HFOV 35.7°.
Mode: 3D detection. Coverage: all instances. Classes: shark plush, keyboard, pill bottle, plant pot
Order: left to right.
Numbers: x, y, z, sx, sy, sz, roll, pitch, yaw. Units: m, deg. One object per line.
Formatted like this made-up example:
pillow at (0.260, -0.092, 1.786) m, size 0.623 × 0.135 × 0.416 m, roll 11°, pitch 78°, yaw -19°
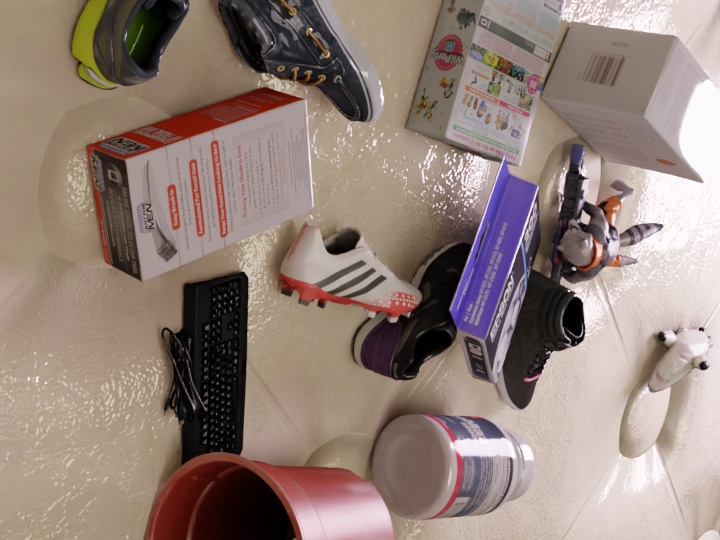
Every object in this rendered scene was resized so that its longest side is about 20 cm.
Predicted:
keyboard at (-0.141, 0.108, 1.078) m, size 0.103 × 0.039 × 0.203 m, roll -15°, pitch 115°, yaw -43°
plant pot at (-0.076, 0.278, 1.114) m, size 0.194 × 0.199 × 0.203 m, roll 7°, pitch 100°, yaw -56°
pill bottle at (0.119, 0.235, 1.345) m, size 0.199 × 0.119 × 0.121 m, roll 10°, pitch 98°, yaw -49°
shark plush at (0.515, 0.132, 1.799) m, size 0.200 × 0.090 × 0.084 m, roll -37°, pitch 153°, yaw -58°

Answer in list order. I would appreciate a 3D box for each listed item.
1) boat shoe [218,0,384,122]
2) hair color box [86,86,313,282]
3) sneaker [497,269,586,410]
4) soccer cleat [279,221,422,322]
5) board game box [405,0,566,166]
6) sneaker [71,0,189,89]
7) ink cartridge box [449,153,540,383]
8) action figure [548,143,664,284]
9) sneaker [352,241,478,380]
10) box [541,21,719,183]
boat shoe at (-0.056, -0.196, 1.033) m, size 0.091 × 0.070 × 0.201 m, roll -49°, pitch 128°, yaw -20°
hair color box at (-0.136, -0.081, 0.992) m, size 0.199 × 0.063 × 0.112 m, roll -26°, pitch 124°, yaw -40°
sneaker at (0.233, 0.101, 1.429) m, size 0.070 × 0.099 × 0.203 m, roll -20°, pitch 120°, yaw -42°
soccer cleat at (0.000, 0.000, 1.167) m, size 0.198 × 0.068 × 0.086 m, roll 10°, pitch 102°, yaw -44°
board game box at (0.142, -0.231, 1.230) m, size 0.147 × 0.064 × 0.203 m, roll 13°, pitch 94°, yaw -47°
sneaker at (-0.162, -0.237, 0.887) m, size 0.073 × 0.080 × 0.203 m, roll 9°, pitch 99°, yaw -48°
ink cartridge box at (0.159, 0.003, 1.279) m, size 0.200 × 0.043 × 0.200 m, roll 64°, pitch 44°, yaw -62°
action figure at (0.314, -0.063, 1.453) m, size 0.193 × 0.104 × 0.203 m, roll -25°, pitch 125°, yaw -50°
sneaker at (0.087, 0.052, 1.262) m, size 0.200 × 0.087 × 0.076 m, roll -46°, pitch 133°, yaw -24°
box at (0.346, -0.207, 1.390) m, size 0.199 × 0.151 × 0.107 m, roll 29°, pitch 83°, yaw -49°
